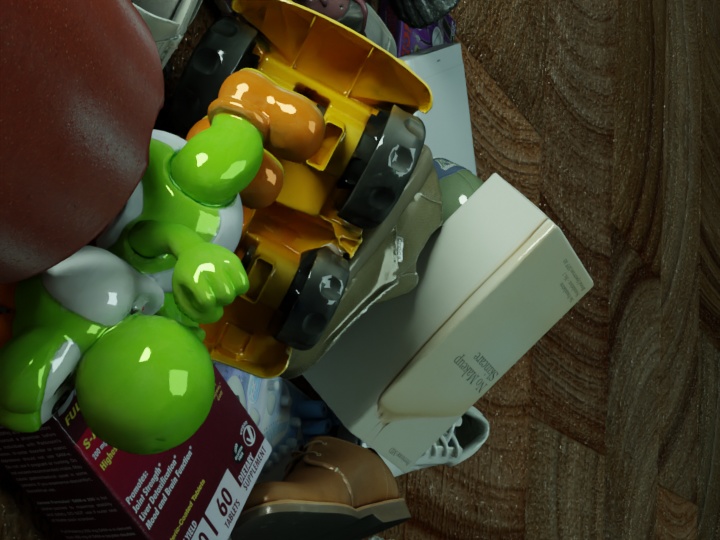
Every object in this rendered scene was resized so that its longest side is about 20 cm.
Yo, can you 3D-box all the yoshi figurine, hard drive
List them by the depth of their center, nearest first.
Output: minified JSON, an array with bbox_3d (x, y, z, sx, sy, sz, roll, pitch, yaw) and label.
[{"bbox_3d":[-0.082,0.007,0.560,0.200,0.111,0.113,-55,139,-33],"label":"yoshi figurine"},{"bbox_3d":[0.069,-0.090,1.061,0.132,0.026,0.202,-33,118,-60],"label":"hard drive"}]

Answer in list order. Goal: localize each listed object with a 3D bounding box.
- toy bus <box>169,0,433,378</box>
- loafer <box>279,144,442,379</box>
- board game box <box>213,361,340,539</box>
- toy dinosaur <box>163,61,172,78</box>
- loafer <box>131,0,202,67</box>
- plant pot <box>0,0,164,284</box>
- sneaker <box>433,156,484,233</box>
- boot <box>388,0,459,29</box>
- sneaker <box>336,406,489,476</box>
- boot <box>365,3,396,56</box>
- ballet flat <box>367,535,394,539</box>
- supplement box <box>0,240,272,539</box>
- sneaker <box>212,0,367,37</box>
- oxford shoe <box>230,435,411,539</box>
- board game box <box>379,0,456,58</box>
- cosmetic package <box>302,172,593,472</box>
[{"bbox_3d":[-0.054,-0.062,0.743,0.201,0.135,0.192,-62,-172,12],"label":"toy bus"},{"bbox_3d":[0.000,0.000,0.807,0.200,0.076,0.068,-52,121,-25],"label":"loafer"},{"bbox_3d":[-0.078,0.150,0.794,0.200,0.026,0.202,48,46,-53],"label":"board game box"},{"bbox_3d":[-0.121,-0.205,0.653,0.135,0.102,0.202,-12,117,-22],"label":"toy dinosaur"},{"bbox_3d":[-0.119,-0.129,0.599,0.201,0.070,0.070,-61,-164,9],"label":"loafer"},{"bbox_3d":[-0.179,-0.093,0.443,0.195,0.199,0.203,48,45,-63],"label":"plant pot"},{"bbox_3d":[0.048,-0.002,0.976,0.067,0.090,0.201,-6,138,-38],"label":"sneaker"},{"bbox_3d":[0.015,-0.247,0.930,0.159,0.079,0.212,62,30,-30],"label":"boot"},{"bbox_3d":[0.047,0.132,1.003,0.200,0.070,0.074,-8,95,-62],"label":"sneaker"},{"bbox_3d":[-0.009,-0.086,0.927,0.182,0.072,0.201,62,29,-45],"label":"boot"},{"bbox_3d":[-0.004,0.225,0.840,0.200,0.071,0.072,-12,98,-63],"label":"ballet flat"},{"bbox_3d":[-0.132,0.066,0.625,0.201,0.060,0.109,59,37,-30],"label":"supplement box"},{"bbox_3d":[-0.051,-0.208,0.780,0.200,0.115,0.076,53,42,-49],"label":"sneaker"},{"bbox_3d":[-0.033,0.145,0.802,0.200,0.071,0.072,19,49,-66],"label":"oxford shoe"},{"bbox_3d":[0.047,-0.153,1.082,0.120,0.032,0.202,26,65,-56],"label":"board game box"},{"bbox_3d":[0.064,0.040,0.876,0.200,0.073,0.104,-46,143,1],"label":"cosmetic package"}]
